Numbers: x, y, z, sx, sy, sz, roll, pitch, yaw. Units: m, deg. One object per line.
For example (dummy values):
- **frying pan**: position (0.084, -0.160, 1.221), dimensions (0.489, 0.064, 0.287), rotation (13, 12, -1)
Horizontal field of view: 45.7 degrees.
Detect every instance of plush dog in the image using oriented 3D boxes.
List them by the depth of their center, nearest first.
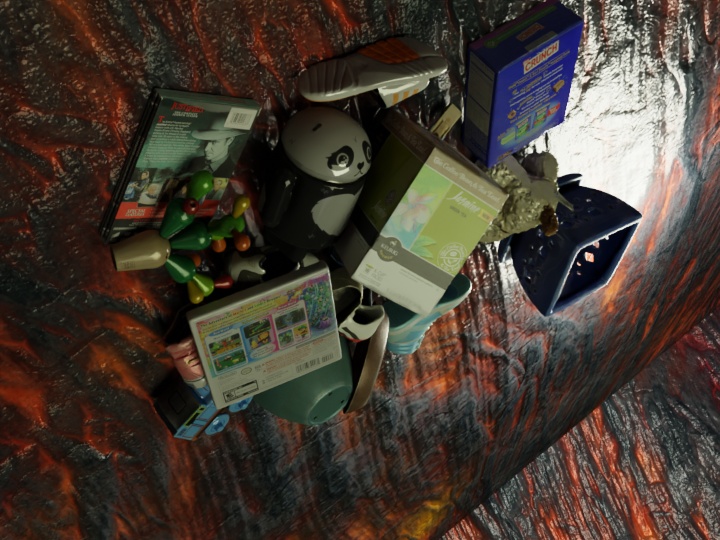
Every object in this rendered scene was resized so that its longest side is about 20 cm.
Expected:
- **plush dog**: position (0.255, -0.106, 1.491), dimensions (0.198, 0.162, 0.171), rotation (-10, 164, -41)

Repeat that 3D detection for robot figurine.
- **robot figurine**: position (-0.059, -0.109, 1.091), dimensions (0.123, 0.151, 0.201), rotation (15, 126, -13)

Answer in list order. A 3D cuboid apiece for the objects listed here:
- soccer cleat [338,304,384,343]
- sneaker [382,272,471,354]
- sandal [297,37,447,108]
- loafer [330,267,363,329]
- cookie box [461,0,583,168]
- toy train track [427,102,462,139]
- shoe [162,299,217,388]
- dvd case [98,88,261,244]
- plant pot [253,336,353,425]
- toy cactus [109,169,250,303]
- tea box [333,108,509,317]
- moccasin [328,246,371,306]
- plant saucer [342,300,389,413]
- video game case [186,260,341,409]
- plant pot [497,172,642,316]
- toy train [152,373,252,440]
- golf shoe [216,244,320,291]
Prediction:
- **soccer cleat**: position (-0.053, 0.064, 1.337), dimensions (0.198, 0.069, 0.085), rotation (16, 139, -31)
- **sneaker**: position (0.119, 0.085, 1.616), dimensions (0.198, 0.080, 0.131), rotation (-24, 145, -14)
- **sandal**: position (0.011, -0.237, 1.072), dimensions (0.204, 0.080, 0.060), rotation (-19, 145, -22)
- **loafer**: position (-0.073, 0.073, 1.260), dimensions (0.200, 0.068, 0.076), rotation (-45, 109, -10)
- **cookie box**: position (0.241, -0.280, 1.289), dimensions (0.170, 0.075, 0.201), rotation (-32, 149, -18)
- **toy train track**: position (0.076, -0.163, 1.265), dimensions (0.114, 0.033, 0.201), rotation (38, 93, -19)
- **shoe**: position (-0.191, 0.068, 1.216), dimensions (0.200, 0.071, 0.092), rotation (-45, 135, -24)
- **dvd case**: position (-0.212, -0.116, 1.003), dimensions (0.145, 0.022, 0.201), rotation (-6, 135, -47)
- **plant pot**: position (-0.088, 0.177, 1.420), dimensions (0.199, 0.135, 0.201), rotation (-30, 149, -21)
- **toy cactus**: position (-0.212, -0.026, 1.022), dimensions (0.163, 0.103, 0.201), rotation (-16, 152, -22)
- **tea box**: position (0.065, -0.083, 1.151), dimensions (0.133, 0.200, 0.198), rotation (26, 105, -24)
- **moccasin**: position (0.000, 0.000, 1.364), dimensions (0.080, 0.068, 0.201), rotation (-35, 150, -13)
- **plant saucer**: position (0.012, 0.154, 1.482), dimensions (0.034, 0.202, 0.202), rotation (16, 129, -6)
- **video game case**: position (-0.126, 0.091, 1.178), dimensions (0.198, 0.024, 0.184), rotation (-21, 134, -15)
- **plant pot**: position (0.389, -0.062, 1.649), dimensions (0.198, 0.180, 0.202), rotation (-24, 146, -31)
- **toy train**: position (-0.216, 0.173, 1.301), dimensions (0.200, 0.087, 0.114), rotation (-46, 154, 6)
- **golf shoe**: position (-0.106, 0.002, 1.196), dimensions (0.199, 0.094, 0.079), rotation (-3, 88, -52)
